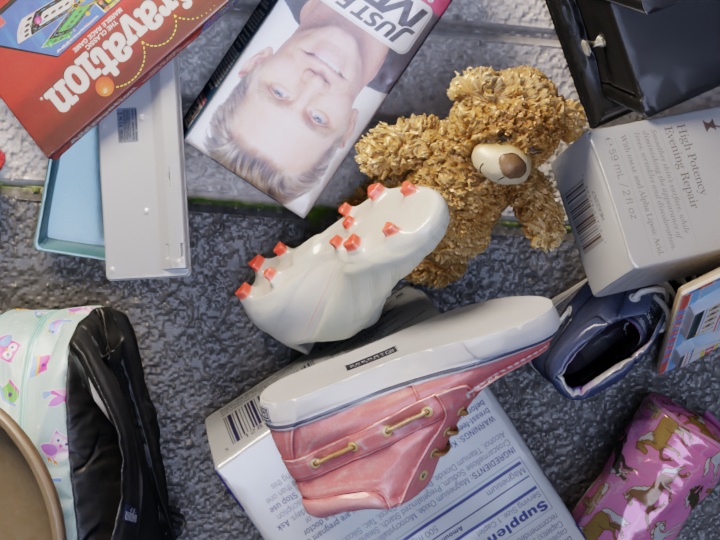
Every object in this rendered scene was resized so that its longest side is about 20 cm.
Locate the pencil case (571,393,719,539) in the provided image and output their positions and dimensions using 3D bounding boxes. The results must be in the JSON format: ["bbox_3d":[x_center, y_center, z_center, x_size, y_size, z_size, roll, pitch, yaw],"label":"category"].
[{"bbox_3d":[0.188,0.184,1.474,0.083,0.087,0.200,31,98,-4],"label":"pencil case"}]

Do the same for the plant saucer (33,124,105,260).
[{"bbox_3d":[-0.167,-0.106,1.375,0.070,0.019,0.201,9,103,-12],"label":"plant saucer"}]

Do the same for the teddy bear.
[{"bbox_3d":[0.063,-0.053,1.361,0.200,0.067,0.145,-24,115,40],"label":"teddy bear"}]

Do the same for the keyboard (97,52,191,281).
[{"bbox_3d":[-0.143,-0.095,1.340,0.056,0.011,0.201,-3,90,13],"label":"keyboard"}]

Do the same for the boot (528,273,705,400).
[{"bbox_3d":[0.204,0.014,1.430,0.200,0.090,0.073,-42,107,3],"label":"boot"}]

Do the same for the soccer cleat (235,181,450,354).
[{"bbox_3d":[0.000,0.000,1.362,0.078,0.200,0.069,41,50,-21],"label":"soccer cleat"}]

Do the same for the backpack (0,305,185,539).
[{"bbox_3d":[-0.198,0.123,1.357,0.126,0.167,0.201,-6,99,9],"label":"backpack"}]

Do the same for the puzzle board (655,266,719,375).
[{"bbox_3d":[0.275,0.014,1.396,0.150,0.200,0.017,-26,72,-5],"label":"puzzle board"}]

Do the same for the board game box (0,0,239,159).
[{"bbox_3d":[-0.155,-0.174,1.326,0.200,0.019,0.103,-40,84,10],"label":"board game box"}]

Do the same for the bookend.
[{"bbox_3d":[0.183,-0.183,1.320,0.092,0.199,0.200,-23,107,-5],"label":"bookend"}]

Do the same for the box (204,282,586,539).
[{"bbox_3d":[0.023,0.145,1.426,0.184,0.105,0.200,-33,106,-1],"label":"box"}]

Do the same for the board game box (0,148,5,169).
[{"bbox_3d":[-0.322,-0.013,1.370,0.095,0.030,0.200,29,95,-16],"label":"board game box"}]

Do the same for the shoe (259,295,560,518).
[{"bbox_3d":[0.042,0.088,1.328,0.200,0.071,0.091,-20,105,1],"label":"shoe"}]

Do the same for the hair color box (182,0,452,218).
[{"bbox_3d":[-0.024,-0.146,1.367,0.100,0.061,0.200,32,98,-15],"label":"hair color box"}]

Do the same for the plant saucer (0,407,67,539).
[{"bbox_3d":[-0.262,0.163,1.307,0.200,0.029,0.201,5,100,28],"label":"plant saucer"}]

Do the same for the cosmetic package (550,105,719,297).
[{"bbox_3d":[0.238,-0.055,1.387,0.199,0.074,0.102,-13,79,-21],"label":"cosmetic package"}]
